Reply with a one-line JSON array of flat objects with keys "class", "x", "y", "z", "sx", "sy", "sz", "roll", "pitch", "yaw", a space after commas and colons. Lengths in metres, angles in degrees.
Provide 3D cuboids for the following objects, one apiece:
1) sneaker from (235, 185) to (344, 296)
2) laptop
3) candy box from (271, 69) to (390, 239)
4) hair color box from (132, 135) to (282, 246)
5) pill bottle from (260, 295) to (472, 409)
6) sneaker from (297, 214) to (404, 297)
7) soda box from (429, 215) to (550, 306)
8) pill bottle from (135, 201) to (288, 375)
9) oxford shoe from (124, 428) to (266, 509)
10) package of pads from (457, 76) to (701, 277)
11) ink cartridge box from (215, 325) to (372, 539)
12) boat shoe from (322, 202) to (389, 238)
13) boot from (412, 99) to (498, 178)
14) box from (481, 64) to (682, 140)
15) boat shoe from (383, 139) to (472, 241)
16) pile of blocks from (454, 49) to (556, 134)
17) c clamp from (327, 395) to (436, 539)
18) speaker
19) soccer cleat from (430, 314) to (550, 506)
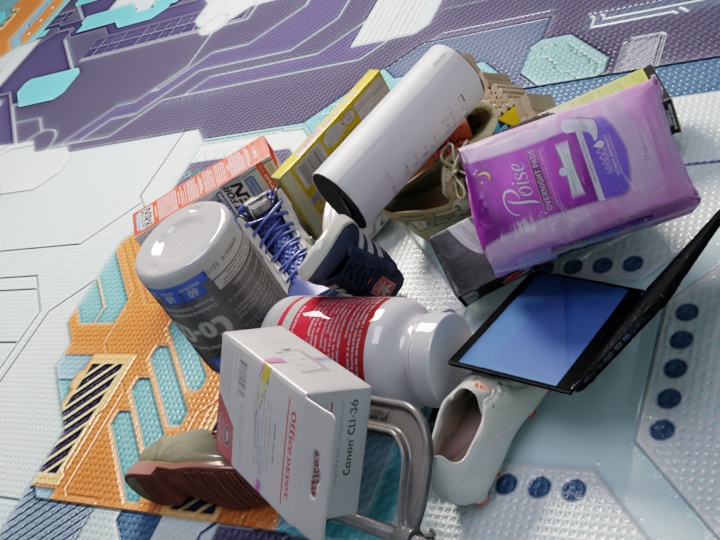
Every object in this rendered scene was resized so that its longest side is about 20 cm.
[{"class": "sneaker", "x": -0.093, "y": -0.026, "z": 1.140, "sx": 0.080, "sy": 0.116, "sz": 0.200, "roll": -34, "pitch": 36, "yaw": -1}, {"class": "laptop", "x": 0.195, "y": 0.012, "z": 0.839, "sx": 0.103, "sy": 0.201, "sz": 0.177, "roll": 40, "pitch": 45, "yaw": 10}, {"class": "candy box", "x": -0.019, "y": -0.146, "z": 1.231, "sx": 0.026, "sy": 0.103, "sz": 0.201, "roll": 17, "pitch": 58, "yaw": 46}, {"class": "hair color box", "x": -0.176, "y": -0.067, "z": 1.254, "sx": 0.198, "sy": 0.112, "sz": 0.064, "roll": -30, "pitch": 36, "yaw": 6}, {"class": "pill bottle", "x": 0.005, "y": 0.081, "z": 0.946, "sx": 0.197, "sy": 0.113, "sz": 0.113, "roll": 0, "pitch": 47, "yaw": 37}, {"class": "sneaker", "x": 0.000, "y": 0.000, "z": 0.997, "sx": 0.084, "sy": 0.200, "sz": 0.075, "roll": 40, "pitch": 99, "yaw": 10}, {"class": "soda box", "x": 0.171, "y": -0.043, "z": 0.970, "sx": 0.198, "sy": 0.063, "sz": 0.072, "roll": -28, "pitch": 77, "yaw": 8}, {"class": "pill bottle", "x": -0.135, "y": 0.038, "z": 1.028, "sx": 0.112, "sy": 0.201, "sz": 0.115, "roll": -20, "pitch": 36, "yaw": 16}, {"class": "oxford shoe", "x": -0.150, "y": 0.187, "z": 0.980, "sx": 0.197, "sy": 0.071, "sz": 0.074, "roll": -5, "pitch": 42, "yaw": 33}, {"class": "package of pads", "x": 0.194, "y": -0.083, "z": 0.899, "sx": 0.197, "sy": 0.076, "sz": 0.123, "roll": -18, "pitch": 75, "yaw": 10}, {"class": "ink cartridge box", "x": -0.053, "y": 0.136, "z": 0.847, "sx": 0.067, "sy": 0.119, "sz": 0.199, "roll": -3, "pitch": 18, "yaw": -32}, {"class": "boat shoe", "x": 0.014, "y": -0.087, "z": 1.165, "sx": 0.068, "sy": 0.071, "sz": 0.202, "roll": -7, "pitch": 42, "yaw": 31}, {"class": "boot", "x": 0.069, "y": -0.143, "z": 1.116, "sx": 0.199, "sy": 0.076, "sz": 0.107, "roll": -30, "pitch": 8, "yaw": -35}, {"class": "box", "x": 0.230, "y": -0.141, "z": 1.043, "sx": 0.197, "sy": 0.050, "sz": 0.076, "roll": -23, "pitch": 38, "yaw": 13}, {"class": "boat shoe", "x": 0.092, "y": -0.084, "z": 1.039, "sx": 0.200, "sy": 0.062, "sz": 0.075, "roll": -37, "pitch": 40, "yaw": 57}, {"class": "pile of blocks", "x": 0.168, "y": -0.199, "z": 1.200, "sx": 0.061, "sy": 0.083, "sz": 0.200, "roll": -2, "pitch": 31, "yaw": -36}, {"class": "c clamp", "x": 0.005, "y": 0.191, "z": 0.840, "sx": 0.199, "sy": 0.027, "sz": 0.174, "roll": 10, "pitch": 92, "yaw": 56}, {"class": "speaker", "x": 0.040, "y": -0.140, "z": 1.038, "sx": 0.200, "sy": 0.081, "sz": 0.081, "roll": -48, "pitch": 39, "yaw": -13}, {"class": "soccer cleat", "x": 0.115, "y": 0.109, "z": 0.860, "sx": 0.068, "sy": 0.078, "sz": 0.201, "roll": 3, "pitch": 49, "yaw": 39}]
